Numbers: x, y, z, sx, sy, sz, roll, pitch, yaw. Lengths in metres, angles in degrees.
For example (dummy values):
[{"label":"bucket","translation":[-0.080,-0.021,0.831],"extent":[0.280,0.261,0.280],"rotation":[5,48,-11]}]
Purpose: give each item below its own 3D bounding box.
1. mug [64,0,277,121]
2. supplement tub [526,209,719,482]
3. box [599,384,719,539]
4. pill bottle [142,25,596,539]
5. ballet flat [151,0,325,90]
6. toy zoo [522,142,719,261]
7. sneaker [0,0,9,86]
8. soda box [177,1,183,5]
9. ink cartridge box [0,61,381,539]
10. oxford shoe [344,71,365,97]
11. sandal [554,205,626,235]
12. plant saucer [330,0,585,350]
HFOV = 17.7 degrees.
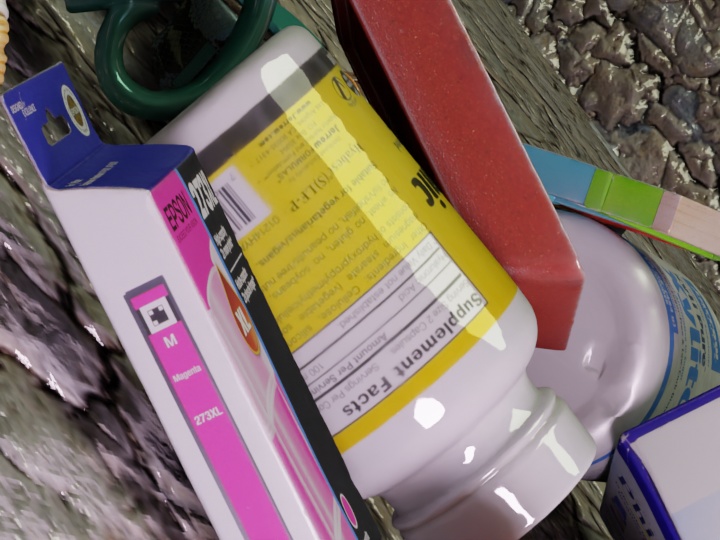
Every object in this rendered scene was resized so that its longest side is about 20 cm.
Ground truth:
[{"label":"mug","translation":[-0.072,-0.174,0.942],"extent":[0.152,0.114,0.186],"rotation":[-106,-170,-53]},{"label":"supplement tub","translation":[0.115,0.044,1.217],"extent":[0.132,0.132,0.200],"rotation":[55,12,16]},{"label":"box","translation":[0.228,0.109,1.171],"extent":[0.105,0.183,0.200],"rotation":[63,-6,16]},{"label":"pill bottle","translation":[-0.003,0.016,0.879],"extent":[0.200,0.111,0.111],"rotation":[51,11,-6]},{"label":"ballet flat","translation":[-0.064,-0.104,1.135],"extent":[0.074,0.074,0.200],"rotation":[52,7,4]},{"label":"toy zoo","translation":[0.101,-0.042,1.141],"extent":[0.199,0.021,0.131],"rotation":[21,2,36]},{"label":"sneaker","translation":[-0.176,-0.114,0.750],"extent":[0.087,0.076,0.201],"rotation":[2,53,-37]},{"label":"soda box","translation":[-0.076,-0.185,1.202],"extent":[0.068,0.064,0.200],"rotation":[52,-7,0]},{"label":"ink cartridge box","translation":[-0.052,0.021,0.757],"extent":[0.201,0.037,0.095],"rotation":[62,9,-8]},{"label":"oxford shoe","translation":[-0.008,-0.094,1.311],"extent":[0.200,0.073,0.072],"rotation":[36,19,-52]},{"label":"sandal","translation":[0.084,-0.030,1.309],"extent":[0.200,0.076,0.043],"rotation":[163,-75,-65]},{"label":"plant saucer","translation":[0.034,-0.061,0.996],"extent":[0.201,0.037,0.200],"rotation":[64,-2,10]}]
